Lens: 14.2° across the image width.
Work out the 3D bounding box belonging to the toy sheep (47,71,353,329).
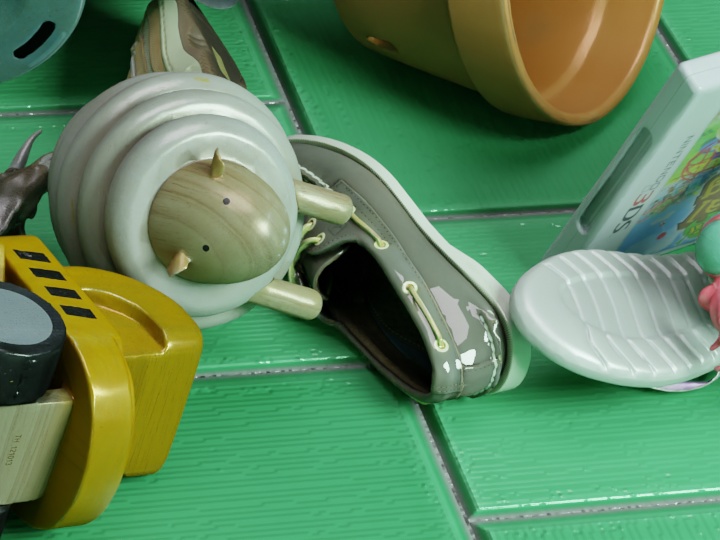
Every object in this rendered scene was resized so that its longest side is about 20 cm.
[{"bbox_3d":[-0.088,-0.034,1.415,0.137,0.139,0.200,-11,13,-24],"label":"toy sheep"}]

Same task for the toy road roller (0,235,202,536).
[{"bbox_3d":[-0.166,0.036,1.337,0.145,0.123,0.200,-3,36,-38],"label":"toy road roller"}]

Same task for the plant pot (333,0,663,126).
[{"bbox_3d":[0.073,-0.189,1.655,0.139,0.201,0.200,8,31,31],"label":"plant pot"}]

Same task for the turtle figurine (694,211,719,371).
[{"bbox_3d":[0.222,-0.013,1.438,0.100,0.151,0.200,-19,-15,30],"label":"turtle figurine"}]

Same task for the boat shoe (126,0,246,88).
[{"bbox_3d":[-0.107,-0.098,1.585,0.076,0.072,0.200,-35,21,6],"label":"boat shoe"}]

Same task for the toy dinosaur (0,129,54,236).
[{"bbox_3d":[-0.241,-0.014,1.448,0.198,0.078,0.102,-6,16,-4],"label":"toy dinosaur"}]

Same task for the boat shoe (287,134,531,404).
[{"bbox_3d":[0.001,-0.003,1.460,0.060,0.072,0.202,-17,44,-38],"label":"boat shoe"}]

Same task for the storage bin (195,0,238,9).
[{"bbox_3d":[-0.084,-0.274,1.591,0.145,0.134,0.201,22,46,-37],"label":"storage bin"}]

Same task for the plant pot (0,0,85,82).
[{"bbox_3d":[-0.226,-0.222,1.646,0.199,0.201,0.197,3,42,-6],"label":"plant pot"}]

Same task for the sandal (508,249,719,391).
[{"bbox_3d":[0.151,0.031,1.462,0.202,0.050,0.083,-5,51,-40],"label":"sandal"}]

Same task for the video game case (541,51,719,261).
[{"bbox_3d":[0.208,-0.069,1.506,0.199,0.182,0.022,-17,66,-31],"label":"video game case"}]
